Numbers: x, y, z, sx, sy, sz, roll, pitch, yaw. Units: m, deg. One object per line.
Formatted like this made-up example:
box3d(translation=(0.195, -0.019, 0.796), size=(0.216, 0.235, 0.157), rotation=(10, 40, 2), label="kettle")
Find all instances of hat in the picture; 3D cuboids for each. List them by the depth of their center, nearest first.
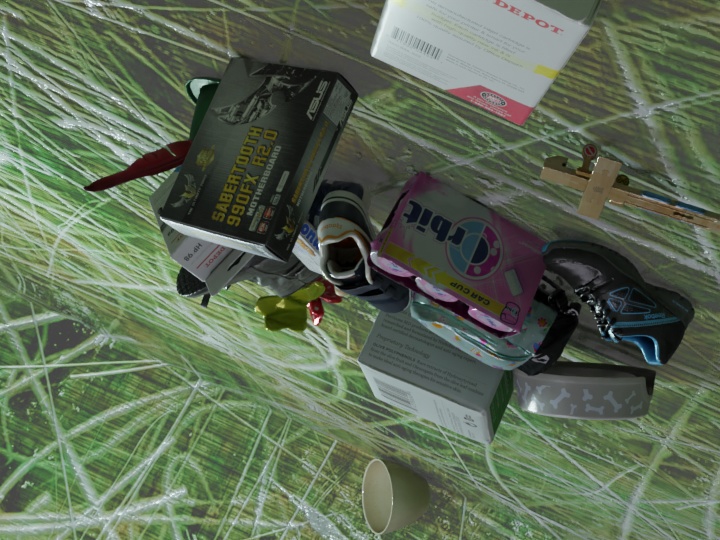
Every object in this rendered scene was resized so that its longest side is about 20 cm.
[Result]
box3d(translation=(-0.177, -0.115, 1.526), size=(0.198, 0.178, 0.166), rotation=(15, 162, 33), label="hat")

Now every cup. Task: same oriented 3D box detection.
box3d(translation=(0.107, 0.619, 3.499), size=(0.141, 0.204, 0.200), rotation=(3, 174, -24), label="cup")

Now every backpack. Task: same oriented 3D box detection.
box3d(translation=(0.165, 0.051, 1.625), size=(0.198, 0.128, 0.167), rotation=(29, 168, 0), label="backpack")

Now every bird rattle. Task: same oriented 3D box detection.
box3d(translation=(-0.103, 0.008, 1.978), size=(0.163, 0.113, 0.200), rotation=(48, -161, 1), label="bird rattle")

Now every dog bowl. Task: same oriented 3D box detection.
box3d(translation=(0.302, 0.161, 1.728), size=(0.196, 0.060, 0.200), rotation=(1, -179, 0), label="dog bowl")

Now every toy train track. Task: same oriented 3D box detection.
box3d(translation=(0.272, -0.078, 1.223), size=(0.197, 0.033, 0.115), rotation=(18, 157, 6), label="toy train track")

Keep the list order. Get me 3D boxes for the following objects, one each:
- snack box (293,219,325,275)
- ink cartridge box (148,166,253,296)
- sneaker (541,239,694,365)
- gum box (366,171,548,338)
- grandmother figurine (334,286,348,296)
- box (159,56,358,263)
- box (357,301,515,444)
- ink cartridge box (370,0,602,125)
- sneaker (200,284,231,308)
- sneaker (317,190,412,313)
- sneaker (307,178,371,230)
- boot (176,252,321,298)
box3d(translation=(-0.084, -0.050, 1.620), size=(0.071, 0.024, 0.200), rotation=(22, 163, 40), label="snack box")
box3d(translation=(-0.201, -0.071, 1.671), size=(0.067, 0.116, 0.201), rotation=(38, -168, -35), label="ink cartridge box")
box3d(translation=(0.288, 0.033, 1.453), size=(0.198, 0.083, 0.073), rotation=(29, 166, -8), label="sneaker")
box3d(translation=(0.114, -0.019, 1.499), size=(0.198, 0.115, 0.066), rotation=(28, 164, -9), label="gum box")
box3d(translation=(-0.024, -0.020, 1.837), size=(0.119, 0.062, 0.201), rotation=(-5, 157, 4), label="grandmother figurine")
box3d(translation=(-0.108, -0.122, 1.357), size=(0.157, 0.202, 0.048), rotation=(15, 166, 35), label="box")
box3d(translation=(0.125, 0.116, 1.812), size=(0.197, 0.173, 0.199), rotation=(20, 164, 15), label="box")
box3d(translation=(0.098, -0.207, 0.969), size=(0.143, 0.084, 0.200), rotation=(26, 165, -1), label="ink cartridge box")
box3d(translation=(-0.206, -0.001, 1.881), size=(0.077, 0.141, 0.200), rotation=(27, -163, -8), label="sneaker")
box3d(translation=(0.000, 0.000, 1.562), size=(0.077, 0.080, 0.201), rotation=(-11, 133, 27), label="sneaker")
box3d(translation=(-0.068, -0.092, 1.623), size=(0.084, 0.076, 0.199), rotation=(31, 164, -33), label="sneaker")
box3d(translation=(-0.145, 0.008, 1.748), size=(0.198, 0.069, 0.130), rotation=(-26, 140, 25), label="boot")
